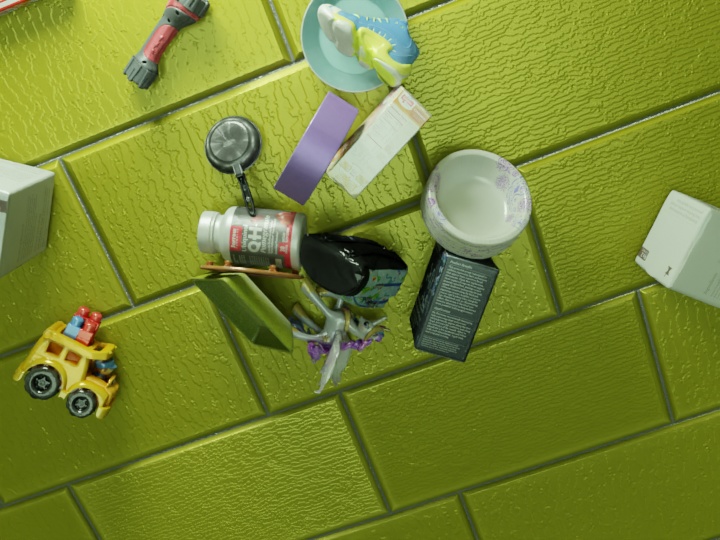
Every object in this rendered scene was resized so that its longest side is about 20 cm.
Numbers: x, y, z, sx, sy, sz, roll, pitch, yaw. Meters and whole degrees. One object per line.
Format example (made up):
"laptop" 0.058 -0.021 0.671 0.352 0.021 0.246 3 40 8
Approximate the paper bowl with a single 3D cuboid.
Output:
"paper bowl" 0.211 -0.117 1.330 0.200 0.104 0.202 4 67 -10

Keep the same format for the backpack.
"backpack" 0.000 0.000 1.358 0.163 0.200 0.154 30 119 33

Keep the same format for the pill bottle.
"pill bottle" -0.208 -0.066 1.370 0.199 0.111 0.111 5 108 3

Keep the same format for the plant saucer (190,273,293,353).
"plant saucer" -0.223 0.071 1.388 0.048 0.200 0.200 -49 113 -22

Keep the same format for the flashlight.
"flashlight" -0.354 -0.421 1.283 0.068 0.068 0.200 37 103 -6

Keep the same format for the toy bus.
"toy bus" -0.572 0.183 1.455 0.200 0.136 0.192 30 90 -11

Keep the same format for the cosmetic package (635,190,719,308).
"cosmetic package" 0.678 -0.031 1.354 0.199 0.165 0.166 20 106 -7

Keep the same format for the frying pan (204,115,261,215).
"frying pan" -0.248 -0.203 1.336 0.114 0.031 0.191 4 83 10

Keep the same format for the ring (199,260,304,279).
"ring" -0.206 -0.001 1.355 0.199 0.200 0.019 5 86 -1

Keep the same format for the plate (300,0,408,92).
"plate" -0.010 -0.431 1.301 0.199 0.026 0.201 0 107 0

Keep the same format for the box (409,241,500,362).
"box" 0.179 0.052 1.390 0.107 0.149 0.201 16 107 -5

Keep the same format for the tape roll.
"tape roll" -0.081 -0.219 1.276 0.065 0.200 0.201 29 106 -9

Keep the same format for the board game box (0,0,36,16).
"board game box" -0.633 -0.547 1.253 0.199 0.046 0.152 -20 107 6

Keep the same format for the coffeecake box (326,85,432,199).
"coffeecake box" 0.031 -0.241 1.294 0.073 0.154 0.200 41 103 -12

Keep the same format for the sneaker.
"sneaker" 0.021 -0.422 1.265 0.200 0.076 0.105 42 74 -2

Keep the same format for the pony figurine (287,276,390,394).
"pony figurine" -0.061 0.135 1.430 0.200 0.167 0.194 30 98 7

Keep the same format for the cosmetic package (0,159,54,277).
"cosmetic package" -0.693 -0.106 1.306 0.164 0.200 0.166 14 107 -4
